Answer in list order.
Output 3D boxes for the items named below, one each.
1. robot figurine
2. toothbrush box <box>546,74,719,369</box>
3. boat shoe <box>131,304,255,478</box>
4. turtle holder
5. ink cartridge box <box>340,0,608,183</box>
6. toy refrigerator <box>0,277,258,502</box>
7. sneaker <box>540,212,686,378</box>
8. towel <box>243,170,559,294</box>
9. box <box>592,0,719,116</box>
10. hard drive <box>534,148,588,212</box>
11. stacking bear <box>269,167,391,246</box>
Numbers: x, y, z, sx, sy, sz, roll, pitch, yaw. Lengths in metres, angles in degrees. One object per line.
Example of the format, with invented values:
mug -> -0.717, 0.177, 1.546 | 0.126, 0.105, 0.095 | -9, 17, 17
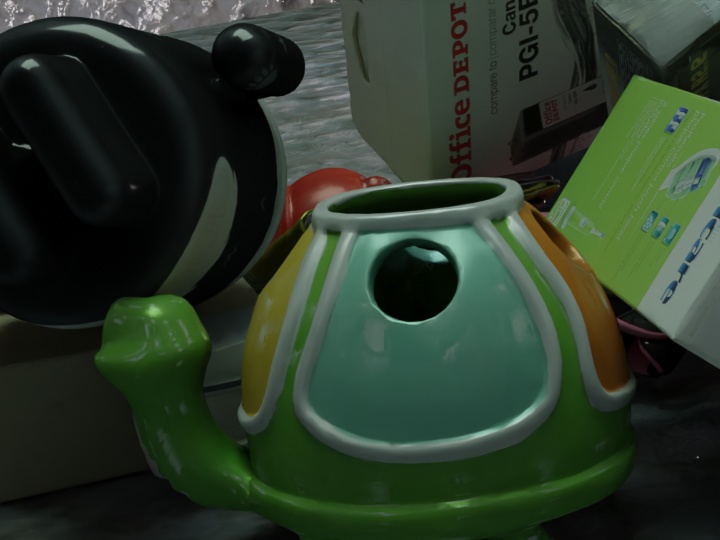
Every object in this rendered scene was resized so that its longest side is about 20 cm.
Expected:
robot figurine -> -0.104, -0.042, 0.713 | 0.149, 0.126, 0.200 | 5, 4, 14
toothbrush box -> 0.169, 0.004, 0.660 | 0.145, 0.086, 0.200 | 30, 7, -12
boat shoe -> -0.003, 0.047, 0.743 | 0.199, 0.070, 0.071 | -13, 16, -21
turtle holder -> 0.011, 0.036, 0.648 | 0.185, 0.132, 0.141 | 2, 16, 32
ink cartridge box -> 0.097, -0.135, 0.863 | 0.199, 0.147, 0.083 | -24, 48, -16
toy refrigerator -> -0.140, 0.058, 0.774 | 0.199, 0.070, 0.076 | -11, 21, -18
sneaker -> 0.149, 0.010, 0.801 | 0.199, 0.079, 0.096 | -17, 45, 6
towel -> 0.000, 0.000, 0.875 | 0.143, 0.023, 0.200 | -12, -14, -29
box -> 0.193, -0.111, 0.825 | 0.158, 0.048, 0.200 | -39, -26, -5
hard drive -> 0.203, -0.057, 1.043 | 0.199, 0.043, 0.135 | -2, -3, -37
stacking bear -> -0.079, -0.018, 0.989 | 0.199, 0.122, 0.114 | -3, 19, -4
